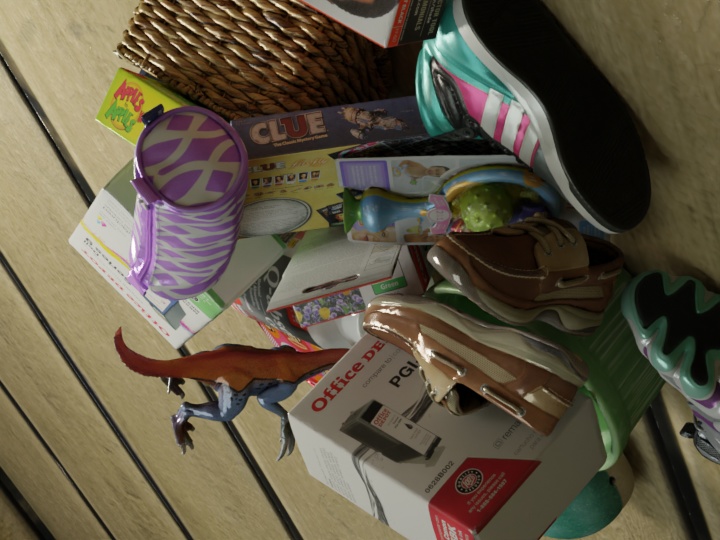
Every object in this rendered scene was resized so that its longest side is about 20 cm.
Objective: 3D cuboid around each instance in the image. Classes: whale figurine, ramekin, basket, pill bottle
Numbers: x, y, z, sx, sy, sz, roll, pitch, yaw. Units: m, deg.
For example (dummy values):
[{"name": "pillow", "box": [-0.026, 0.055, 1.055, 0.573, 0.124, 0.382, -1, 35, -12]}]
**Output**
[{"name": "whale figurine", "box": [0.154, 0.178, 1.724, 0.199, 0.104, 0.159, 15, 146, 52]}, {"name": "ramekin", "box": [0.153, 0.054, 1.501, 0.200, 0.098, 0.200, 37, 158, 18]}, {"name": "basket", "box": [-0.065, -0.187, 1.494, 0.199, 0.150, 0.142, 30, -172, 32]}, {"name": "pill bottle", "box": [-0.031, 0.010, 1.729, 0.199, 0.116, 0.116, 20, 149, 47]}]

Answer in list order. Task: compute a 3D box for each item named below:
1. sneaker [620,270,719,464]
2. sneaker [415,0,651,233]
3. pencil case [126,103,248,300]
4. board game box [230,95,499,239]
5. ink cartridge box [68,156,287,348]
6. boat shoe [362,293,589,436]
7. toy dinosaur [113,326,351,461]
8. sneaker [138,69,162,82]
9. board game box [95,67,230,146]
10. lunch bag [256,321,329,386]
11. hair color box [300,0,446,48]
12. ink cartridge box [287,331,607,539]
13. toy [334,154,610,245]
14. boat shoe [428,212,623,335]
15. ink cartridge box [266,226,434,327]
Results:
[{"name": "sneaker", "box": [0.258, 0.092, 1.408, 0.200, 0.078, 0.140, 43, 158, 4]}, {"name": "sneaker", "box": [0.107, -0.102, 1.303, 0.201, 0.084, 0.121, 55, 153, -7]}, {"name": "pencil case", "box": [-0.127, -0.043, 1.363, 0.084, 0.085, 0.200, 42, 161, 10]}, {"name": "board game box", "box": [0.003, -0.079, 1.415, 0.136, 0.198, 0.035, 100, 161, -65]}, {"name": "ink cartridge box", "box": [-0.163, -0.024, 1.642, 0.145, 0.088, 0.200, 46, 161, -4]}, {"name": "boat shoe", "box": [0.073, 0.069, 1.395, 0.199, 0.072, 0.076, 17, 172, 43]}, {"name": "toy dinosaur", "box": [-0.084, 0.100, 1.644, 0.180, 0.106, 0.200, -19, 152, 21]}, {"name": "sneaker", "box": [-0.113, -0.151, 1.660, 0.070, 0.109, 0.199, 17, 177, 45]}, {"name": "board game box", "box": [-0.102, -0.097, 1.506, 0.101, 0.048, 0.199, 32, -170, 40]}, {"name": "lunch bag", "box": [-0.008, 0.079, 1.880, 0.199, 0.082, 0.177, 26, 157, 43]}, {"name": "hair color box", "box": [-0.027, -0.238, 1.267, 0.199, 0.061, 0.102, 31, 119, 28]}, {"name": "ink cartridge box", "box": [0.065, 0.128, 1.453, 0.199, 0.147, 0.083, 28, 152, 36]}, {"name": "toy", "box": [0.083, -0.036, 1.383, 0.198, 0.048, 0.115, 3, 149, 8]}, {"name": "boat shoe", "box": [0.117, -0.008, 1.306, 0.076, 0.072, 0.200, 41, -164, 30]}, {"name": "ink cartridge box", "box": [0.000, 0.000, 1.508, 0.108, 0.200, 0.051, -15, 109, 16]}]
